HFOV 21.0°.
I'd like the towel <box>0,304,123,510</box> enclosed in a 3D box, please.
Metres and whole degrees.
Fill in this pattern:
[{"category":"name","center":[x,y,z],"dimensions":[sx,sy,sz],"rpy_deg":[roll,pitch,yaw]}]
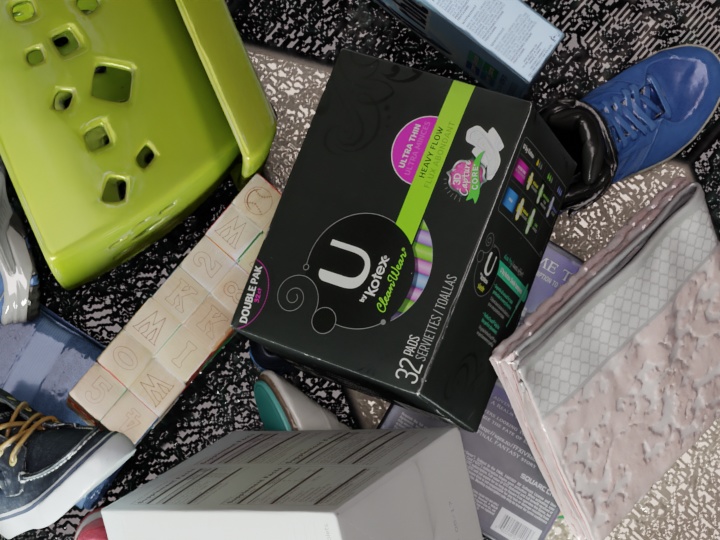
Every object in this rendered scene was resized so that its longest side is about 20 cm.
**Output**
[{"category":"towel","center":[-0.251,0.079,1.417],"dimensions":[0.199,0.049,0.112],"rpy_deg":[33,89,1]}]

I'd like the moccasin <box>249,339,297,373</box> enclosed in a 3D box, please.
[{"category":"moccasin","center":[0.000,0.000,1.403],"dimensions":[0.080,0.068,0.201],"rpy_deg":[37,87,2]}]

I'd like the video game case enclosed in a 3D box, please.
[{"category":"video game case","center":[0.110,0.082,1.372],"dimensions":[0.142,0.019,0.201],"rpy_deg":[31,87,-4]}]

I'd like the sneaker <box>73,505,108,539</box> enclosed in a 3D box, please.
[{"category":"sneaker","center":[-0.138,0.257,1.392],"dimensions":[0.074,0.087,0.200],"rpy_deg":[-45,89,1]}]

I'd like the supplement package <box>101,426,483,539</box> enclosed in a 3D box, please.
[{"category":"supplement package","center":[-0.038,0.201,1.293],"dimensions":[0.198,0.150,0.153],"rpy_deg":[-4,104,37]}]

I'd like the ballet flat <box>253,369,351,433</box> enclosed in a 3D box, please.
[{"category":"ballet flat","center":[-0.017,0.159,1.410],"dimensions":[0.069,0.069,0.202],"rpy_deg":[-21,93,0]}]

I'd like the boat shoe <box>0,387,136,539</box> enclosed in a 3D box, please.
[{"category":"boat shoe","center":[-0.224,0.121,1.305],"dimensions":[0.071,0.200,0.091],"rpy_deg":[-40,95,-33]}]

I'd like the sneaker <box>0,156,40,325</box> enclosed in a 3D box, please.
[{"category":"sneaker","center":[-0.288,-0.049,1.379],"dimensions":[0.076,0.076,0.201],"rpy_deg":[-14,63,-19]}]

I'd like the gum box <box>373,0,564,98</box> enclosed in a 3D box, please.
[{"category":"gum box","center":[0.045,-0.197,1.357],"dimensions":[0.199,0.170,0.045],"rpy_deg":[38,90,1]}]

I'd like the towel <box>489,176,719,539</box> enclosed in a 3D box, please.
[{"category":"towel","center":[0.192,0.064,1.341],"dimensions":[0.200,0.032,0.192],"rpy_deg":[-42,129,-18]}]

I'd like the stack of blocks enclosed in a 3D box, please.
[{"category":"stack of blocks","center":[-0.119,0.035,1.362],"dimensions":[0.058,0.115,0.200],"rpy_deg":[40,77,0]}]

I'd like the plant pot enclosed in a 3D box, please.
[{"category":"plant pot","center":[-0.166,-0.118,1.351],"dimensions":[0.180,0.199,0.202],"rpy_deg":[-24,87,-6]}]

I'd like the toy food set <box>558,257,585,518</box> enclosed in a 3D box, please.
[{"category":"toy food set","center":[0.118,0.082,1.406],"dimensions":[0.198,0.049,0.200],"rpy_deg":[26,88,-4]}]

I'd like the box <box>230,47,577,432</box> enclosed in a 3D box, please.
[{"category":"box","center":[0.033,-0.019,1.285],"dimensions":[0.147,0.124,0.202],"rpy_deg":[18,81,25]}]

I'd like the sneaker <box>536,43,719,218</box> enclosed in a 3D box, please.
[{"category":"sneaker","center":[0.179,-0.099,1.382],"dimensions":[0.199,0.111,0.077],"rpy_deg":[-29,88,0]}]
